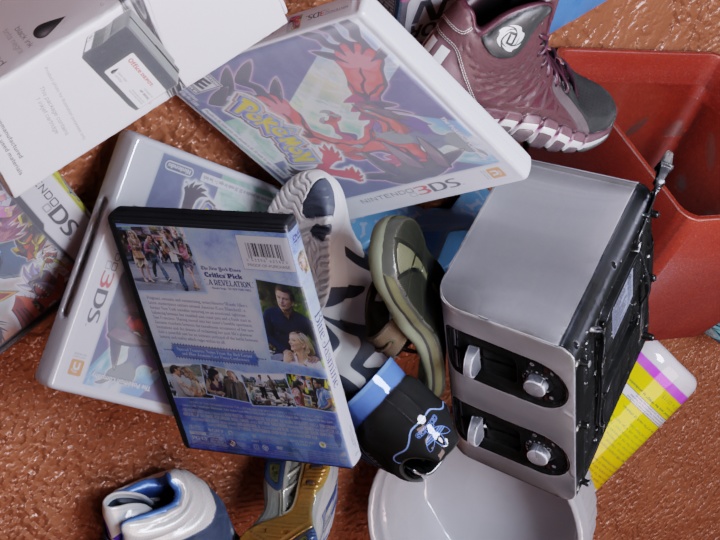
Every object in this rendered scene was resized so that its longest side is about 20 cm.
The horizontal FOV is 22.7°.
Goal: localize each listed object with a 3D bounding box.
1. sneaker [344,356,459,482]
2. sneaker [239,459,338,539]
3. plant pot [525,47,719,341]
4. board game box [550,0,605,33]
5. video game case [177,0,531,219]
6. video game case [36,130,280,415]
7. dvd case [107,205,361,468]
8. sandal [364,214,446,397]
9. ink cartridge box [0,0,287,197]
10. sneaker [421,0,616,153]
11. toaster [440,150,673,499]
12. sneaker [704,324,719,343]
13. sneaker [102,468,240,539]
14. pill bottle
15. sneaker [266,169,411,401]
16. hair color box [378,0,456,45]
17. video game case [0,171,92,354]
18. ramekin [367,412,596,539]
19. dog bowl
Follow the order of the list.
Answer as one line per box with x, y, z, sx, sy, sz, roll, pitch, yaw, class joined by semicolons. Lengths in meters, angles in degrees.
0.024;0.120;1.304;0.070;0.078;0.200;-45;175;-11;sneaker
-0.055;0.228;1.497;0.088;0.075;0.201;69;36;-56;sneaker
0.242;-0.049;1.471;0.199;0.201;0.177;-4;136;-36;plant pot
0.162;-0.254;1.319;0.199;0.039;0.159;-33;152;-35;board game box
-0.010;-0.104;1.231;0.181;0.023;0.200;-12;143;37;video game case
-0.124;0.014;1.296;0.199;0.023;0.184;19;91;-47;video game case
-0.084;0.046;1.222;0.018;0.142;0.201;-53;137;-46;dvd case
0.026;0.023;1.265;0.057;0.080;0.201;-4;148;13;sandal
-0.166;-0.160;1.077;0.199;0.145;0.084;-34;139;-10;ink cartridge box
0.129;-0.152;1.267;0.199;0.076;0.116;3;131;-40;sneaker
0.141;0.031;1.303;0.182;0.118;0.201;82;31;-50;toaster
0.355;0.031;1.709;0.086;0.078;0.199;-50;139;15;sneaker
-0.199;0.239;1.460;0.199;0.081;0.147;-34;131;-5;sneaker
0.209;0.140;1.666;0.200;0.104;0.104;-46;139;5;pill bottle
0.000;0.000;1.332;0.129;0.079;0.201;-30;125;-37;sneaker
0.048;-0.164;1.308;0.099;0.061;0.201;-16;134;-27;hair color box
-0.282;-0.003;1.214;0.200;0.026;0.181;-38;140;-4;video game case
0.116;0.213;1.590;0.201;0.199;0.105;-64;166;24;ramekin
0.044;-0.011;1.447;0.199;0.050;0.112;-2;126;-37;dog bowl
